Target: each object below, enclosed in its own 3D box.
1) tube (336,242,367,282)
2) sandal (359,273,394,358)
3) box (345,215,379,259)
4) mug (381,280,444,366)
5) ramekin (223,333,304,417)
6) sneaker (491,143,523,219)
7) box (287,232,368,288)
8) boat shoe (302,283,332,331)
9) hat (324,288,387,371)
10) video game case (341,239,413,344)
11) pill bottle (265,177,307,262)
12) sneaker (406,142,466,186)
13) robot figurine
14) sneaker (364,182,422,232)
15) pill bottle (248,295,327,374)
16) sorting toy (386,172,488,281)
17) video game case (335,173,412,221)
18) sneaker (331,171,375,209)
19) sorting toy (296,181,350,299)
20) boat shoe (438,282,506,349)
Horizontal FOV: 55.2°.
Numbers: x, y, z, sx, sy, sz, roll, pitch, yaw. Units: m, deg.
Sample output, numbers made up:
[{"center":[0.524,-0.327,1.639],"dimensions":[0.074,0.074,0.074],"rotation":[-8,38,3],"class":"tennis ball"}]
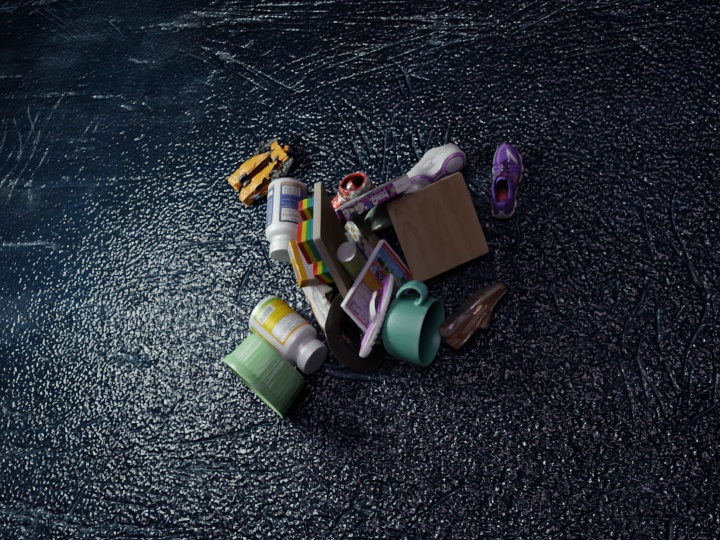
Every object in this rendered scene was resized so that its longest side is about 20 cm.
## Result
[{"center":[0.000,0.000,1.661],"dimensions":[0.056,0.201,0.053],"rotation":[-16,59,11],"class":"tube"},{"center":[0.030,0.096,1.575],"dimensions":[0.049,0.083,0.208],"rotation":[21,72,-6],"class":"sandal"},{"center":[0.032,-0.058,1.750],"dimensions":[0.041,0.039,0.202],"rotation":[-19,60,-33],"class":"box"},{"center":[0.118,0.116,1.592],"dimensions":[0.112,0.151,0.191],"rotation":[11,92,28],"class":"mug"},{"center":[-0.223,0.245,1.637],"dimensions":[0.198,0.201,0.098],"rotation":[35,73,28],"class":"ramekin"},{"center":[0.362,-0.231,1.706],"dimensions":[0.078,0.084,0.206],"rotation":[-1,66,17],"class":"sneaker"},{"center":[-0.077,-0.030,1.752],"dimensions":[0.195,0.042,0.121],"rotation":[-8,60,-23],"class":"box"},{"center":[-0.100,0.064,1.745],"dimensions":[0.068,0.071,0.203],"rotation":[-30,70,2],"class":"boat shoe"},{"center":[-0.018,0.154,1.662],"dimensions":[0.081,0.196,0.206],"rotation":[-38,45,52],"class":"hat"},{"center":[0.046,0.050,1.642],"dimensions":[0.017,0.143,0.202],"rotation":[-3,47,50],"class":"video game case"},{"center":[-0.197,-0.132,1.835],"dimensions":[0.108,0.111,0.206],"rotation":[-7,66,15],"class":"pill bottle"},{"center":[0.180,-0.262,1.800],"dimensions":[0.196,0.075,0.101],"rotation":[-29,38,7],"class":"sneaker"},{"center":[-0.275,-0.284,1.957],"dimensions":[0.198,0.058,0.146],"rotation":[-38,62,0],"class":"robot figurine"},{"center":[0.099,-0.144,1.768],"dimensions":[0.197,0.081,0.076],"rotation":[-28,49,33],"class":"sneaker"},{"center":[-0.175,0.162,1.700],"dimensions":[0.199,0.111,0.112],"rotation":[37,82,28],"class":"pill bottle"},{"center":[0.183,-0.105,1.671],"dimensions":[0.194,0.070,0.205],"rotation":[-22,99,0],"class":"sorting toy"},{"center":[0.026,-0.175,1.680],"dimensions":[0.178,0.200,0.037],"rotation":[-29,97,-5],"class":"video game case"},{"center":[-0.054,-0.184,1.810],"dimensions":[0.198,0.108,0.068],"rotation":[-30,61,4],"class":"sneaker"},{"center":[-0.089,-0.065,1.632],"dimensions":[0.068,0.201,0.203],"rotation":[-15,42,12],"class":"sorting toy"},{"center":[0.269,0.106,1.606],"dimensions":[0.198,0.076,0.073],"rotation":[-39,98,-12],"class":"boat shoe"}]
